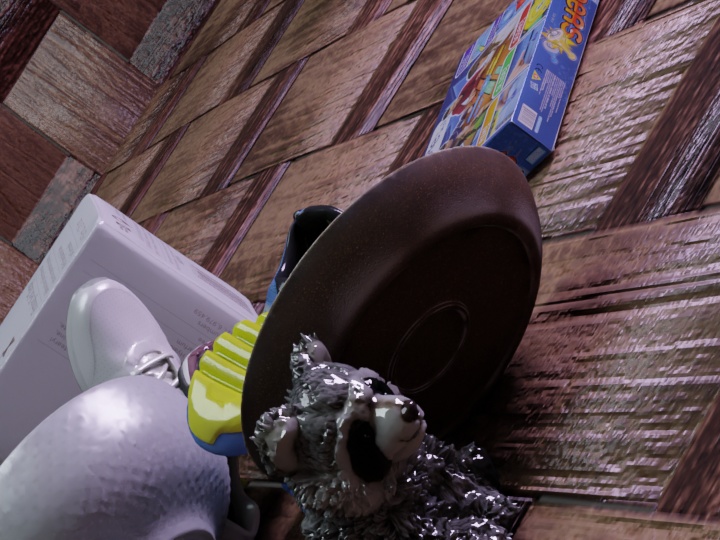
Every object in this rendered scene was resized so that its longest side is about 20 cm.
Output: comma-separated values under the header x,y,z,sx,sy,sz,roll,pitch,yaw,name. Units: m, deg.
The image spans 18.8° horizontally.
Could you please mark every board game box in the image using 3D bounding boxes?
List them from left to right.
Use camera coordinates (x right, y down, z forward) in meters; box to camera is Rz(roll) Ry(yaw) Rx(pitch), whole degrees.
x,y,z,sx,sy,sz,roll,pitch,yaw,name
0.092,-0.111,1.419,0.135,0.034,0.201,-44,17,43,board game box

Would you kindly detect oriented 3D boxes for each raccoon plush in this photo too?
x,y,z,sx,sy,sz,roll,pitch,yaw,name
-0.023,0.127,1.025,0.200,0.134,0.097,-49,16,25,raccoon plush

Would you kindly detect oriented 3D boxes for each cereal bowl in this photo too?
x,y,z,sx,sy,sz,roll,pitch,yaw,name
-0.144,0.166,1.256,0.200,0.083,0.201,-40,-32,-31,cereal bowl

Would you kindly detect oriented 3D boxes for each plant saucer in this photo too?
x,y,z,sx,sy,sz,roll,pitch,yaw,name
0.026,0.032,1.089,0.200,0.032,0.201,-33,-36,-29,plant saucer

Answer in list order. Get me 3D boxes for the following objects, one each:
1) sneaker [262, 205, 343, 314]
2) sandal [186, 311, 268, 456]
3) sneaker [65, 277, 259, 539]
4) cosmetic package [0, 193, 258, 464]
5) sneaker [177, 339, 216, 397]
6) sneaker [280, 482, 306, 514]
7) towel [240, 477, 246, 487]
x,y,z,sx,sy,sz,roll,pitch,yaw,name
0.000,0.000,1.274,0.200,0.078,0.090,-48,-32,-59,sneaker
-0.006,0.056,1.166,0.199,0.079,0.088,-23,-46,-31,sandal
-0.118,0.092,1.383,0.070,0.201,0.080,-28,2,-37,sneaker
-0.197,0.075,1.706,0.201,0.166,0.167,-56,13,1,cosmetic package
-0.042,0.042,1.380,0.116,0.076,0.200,-45,-1,14,sneaker
-0.016,0.109,1.241,0.200,0.065,0.079,-106,26,-66,sneaker
-0.138,0.192,1.401,0.018,0.086,0.201,-6,45,39,towel
